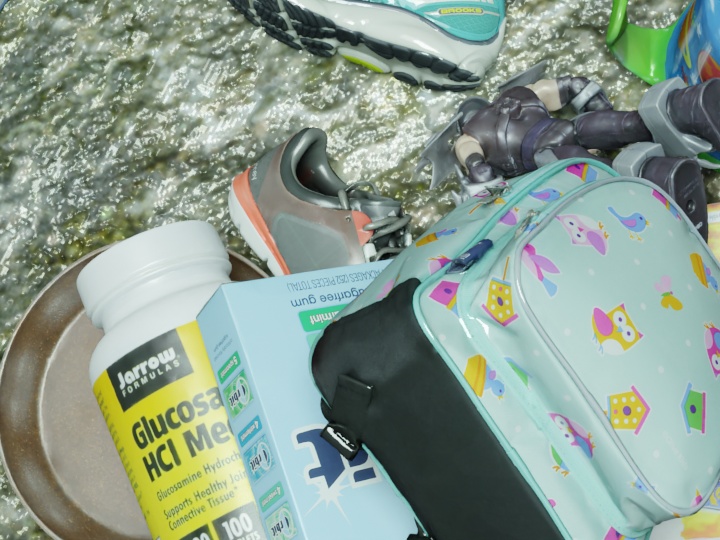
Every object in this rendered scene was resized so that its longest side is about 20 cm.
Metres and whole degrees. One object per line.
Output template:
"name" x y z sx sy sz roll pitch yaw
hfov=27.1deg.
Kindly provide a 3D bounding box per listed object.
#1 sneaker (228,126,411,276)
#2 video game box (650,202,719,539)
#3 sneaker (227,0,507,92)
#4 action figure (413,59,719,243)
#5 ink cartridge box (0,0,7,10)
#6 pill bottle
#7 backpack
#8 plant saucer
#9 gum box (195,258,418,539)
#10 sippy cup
"sneaker" 0.000 0.000 0.858 0.082 0.077 0.200 -46 72 28
"video game box" 0.156 0.061 0.824 0.200 0.047 0.183 -9 78 23
"sneaker" -0.006 -0.173 0.917 0.200 0.078 0.080 20 77 3
"action figure" 0.116 -0.067 0.840 0.200 0.069 0.130 15 57 49
"ink cartridge box" -0.299 -0.268 0.982 0.200 0.076 0.137 33 85 13
"pill bottle" -0.080 0.079 0.815 0.112 0.112 0.200 -27 75 3
"backpack" 0.096 0.039 0.709 0.153 0.200 0.176 -33 97 37
"plant saucer" -0.120 0.079 0.897 0.200 0.034 0.201 -2 78 8
"gum box" 0.026 0.093 0.766 0.170 0.045 0.200 -9 68 -31
"sippy cup" 0.237 -0.127 0.829 0.178 0.130 0.140 -24 75 4
